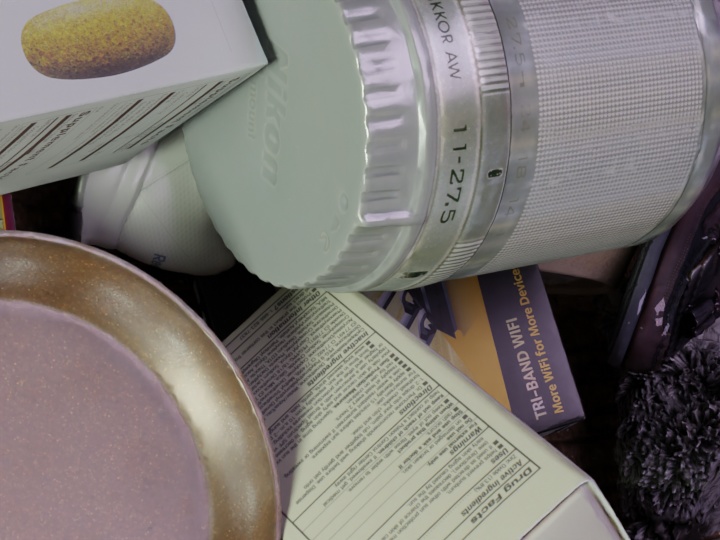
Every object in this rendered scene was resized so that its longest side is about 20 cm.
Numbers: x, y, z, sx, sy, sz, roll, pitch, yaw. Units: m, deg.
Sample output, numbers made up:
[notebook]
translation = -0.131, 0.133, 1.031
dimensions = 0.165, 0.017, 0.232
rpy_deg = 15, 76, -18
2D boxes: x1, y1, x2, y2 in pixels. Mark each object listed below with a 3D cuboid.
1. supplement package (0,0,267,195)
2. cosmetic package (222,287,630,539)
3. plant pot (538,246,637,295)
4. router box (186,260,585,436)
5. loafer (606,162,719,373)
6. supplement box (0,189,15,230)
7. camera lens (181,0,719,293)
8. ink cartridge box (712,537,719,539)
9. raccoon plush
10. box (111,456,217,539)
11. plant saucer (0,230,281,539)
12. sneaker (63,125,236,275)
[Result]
[supplement package]
translation = -0.155, -0.091, 0.825
dimensions = 0.200, 0.109, 0.114
rpy_deg = -19, 83, -44
[cosmetic package]
translation = 0.015, 0.093, 0.881
dimensions = 0.103, 0.200, 0.087
rpy_deg = -41, 130, -8
[plant pot]
translation = 0.096, -0.093, 1.130
dimensions = 0.187, 0.187, 0.201
rpy_deg = 13, 81, -36
[router box]
translation = 0.000, 0.000, 1.027
dimensions = 0.157, 0.052, 0.201
rpy_deg = -16, 82, -10
[loafer]
translation = 0.178, -0.008, 1.126
dimensions = 0.063, 0.072, 0.200
rpy_deg = 22, 35, 6
[supplement box]
translation = -0.202, 0.019, 0.874
dimensions = 0.110, 0.086, 0.201
rpy_deg = 4, 69, -39
[camera lens]
translation = 0.044, -0.078, 0.916
dimensions = 0.199, 0.160, 0.161
rpy_deg = -10, 79, -33
[ink cartridge box]
translation = 0.263, 0.205, 1.115
dimensions = 0.125, 0.200, 0.129
rpy_deg = 39, 52, -21
[raccoon plush]
translation = 0.138, 0.084, 1.152
dimensions = 0.200, 0.134, 0.097
rpy_deg = -40, 145, -19
[box]
translation = -0.116, 0.181, 0.861
dimensions = 0.103, 0.095, 0.200
rpy_deg = 52, 55, -13
[plant saucer]
translation = -0.126, 0.084, 0.810
dimensions = 0.200, 0.034, 0.201
rpy_deg = 12, 63, -24
[sneaker]
translation = -0.062, -0.090, 0.982
dimensions = 0.087, 0.075, 0.201
rpy_deg = 24, 84, -9
